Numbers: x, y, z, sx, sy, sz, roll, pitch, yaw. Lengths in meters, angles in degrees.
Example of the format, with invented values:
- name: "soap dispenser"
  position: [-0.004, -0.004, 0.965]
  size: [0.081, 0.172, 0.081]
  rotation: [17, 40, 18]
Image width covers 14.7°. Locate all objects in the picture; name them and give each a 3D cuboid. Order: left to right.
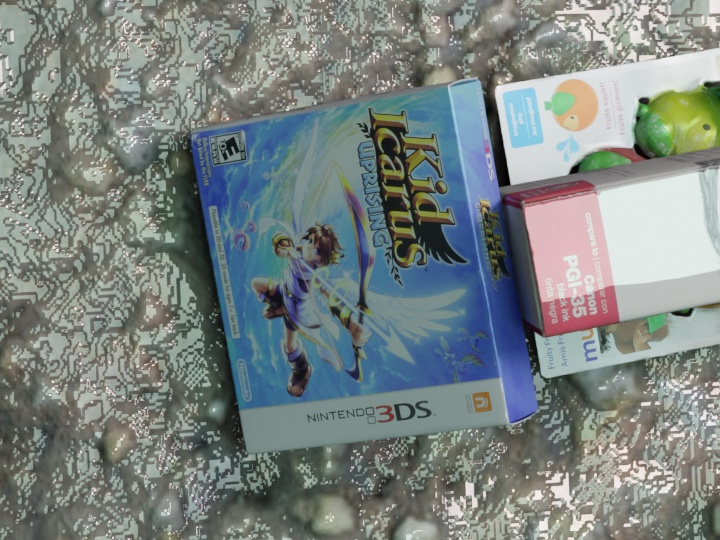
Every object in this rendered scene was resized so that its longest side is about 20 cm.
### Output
- name: "video game case"
  position: [0.000, 0.000, 1.651]
  size: [0.045, 0.180, 0.201]
  rotation: [-17, 98, -62]
- name: "fruit basket"
  position: [0.193, -0.041, 1.744]
  size: [0.199, 0.094, 0.186]
  rotation: [-10, 93, -19]
- name: "ink cartridge box"
  position: [0.186, -0.024, 1.640]
  size: [0.199, 0.147, 0.083]
  rotation: [-11, 94, -4]
